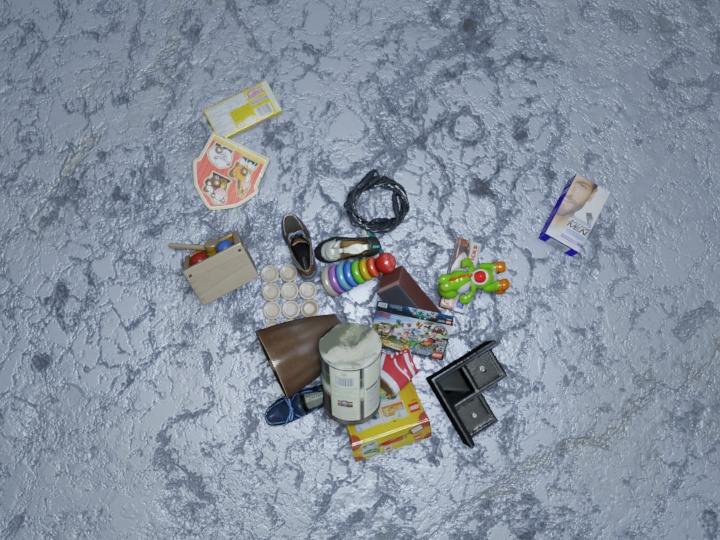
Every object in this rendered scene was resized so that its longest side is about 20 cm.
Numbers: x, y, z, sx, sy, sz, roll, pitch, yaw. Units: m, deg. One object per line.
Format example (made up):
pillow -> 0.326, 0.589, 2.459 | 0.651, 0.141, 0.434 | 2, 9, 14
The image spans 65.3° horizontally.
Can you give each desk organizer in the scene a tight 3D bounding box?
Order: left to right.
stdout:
desk organizer -> 0.132, 0.087, 1.469 | 0.071, 0.077, 0.200 | -25, 120, 30

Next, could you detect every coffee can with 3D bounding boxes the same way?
coffee can -> -0.022, 0.247, 1.340 | 0.145, 0.201, 0.147 | 0, 37, 0

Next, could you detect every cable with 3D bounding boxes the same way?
cable -> 0.044, -0.175, 1.534 | 0.163, 0.051, 0.200 | 43, 58, -8

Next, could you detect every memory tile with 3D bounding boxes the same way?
memory tile -> -0.189, 0.081, 1.516 | 0.152, 0.017, 0.201 | -4, 80, -3

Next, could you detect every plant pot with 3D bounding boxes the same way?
plant pot -> -0.135, 0.195, 1.420 | 0.199, 0.187, 0.188 | -25, 82, -14

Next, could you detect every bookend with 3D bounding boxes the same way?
bookend -> 0.307, 0.318, 1.459 | 0.198, 0.092, 0.201 | -29, 84, -7

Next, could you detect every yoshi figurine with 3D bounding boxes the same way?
yoshi figurine -> 0.287, 0.030, 1.495 | 0.199, 0.113, 0.113 | -5, 123, -20

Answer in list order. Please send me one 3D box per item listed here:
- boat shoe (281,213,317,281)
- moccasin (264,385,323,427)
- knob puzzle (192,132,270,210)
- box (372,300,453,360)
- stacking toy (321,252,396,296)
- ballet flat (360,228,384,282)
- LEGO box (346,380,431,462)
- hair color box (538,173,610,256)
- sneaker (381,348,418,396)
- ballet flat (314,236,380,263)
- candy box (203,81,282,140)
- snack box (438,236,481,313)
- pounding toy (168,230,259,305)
boat shoe -> -0.161, -0.073, 1.505 | 0.072, 0.072, 0.201 | -22, 73, -7
moccasin -> -0.157, 0.339, 1.448 | 0.199, 0.068, 0.081 | -27, 83, -6
knob puzzle -> -0.372, -0.259, 1.546 | 0.218, 0.030, 0.221 | 0, 87, -5
box -> 0.130, 0.157, 1.451 | 0.199, 0.137, 0.038 | 11, 42, 4
stacking toy -> 0.000, 0.000, 1.465 | 0.199, 0.085, 0.086 | -20, 81, 21
ballet flat -> 0.042, -0.027, 1.520 | 0.072, 0.072, 0.201 | -31, 83, -7
LEGO box -> 0.059, 0.368, 1.410 | 0.199, 0.077, 0.149 | -16, 41, -5
hair color box -> 0.595, -0.154, 1.564 | 0.109, 0.065, 0.201 | 30, 79, 3
sneaker -> 0.063, 0.227, 1.457 | 0.112, 0.071, 0.200 | -34, 53, -20
ballet flat -> -0.045, -0.059, 1.478 | 0.199, 0.068, 0.068 | -9, 93, 23
candy box -> -0.332, -0.450, 1.591 | 0.199, 0.026, 0.103 | -28, 82, -6
snack box -> 0.273, 0.013, 1.542 | 0.071, 0.024, 0.201 | 16, 80, -2
pounding toy -> -0.384, -0.027, 1.450 | 0.183, 0.200, 0.143 | -28, 111, -7
